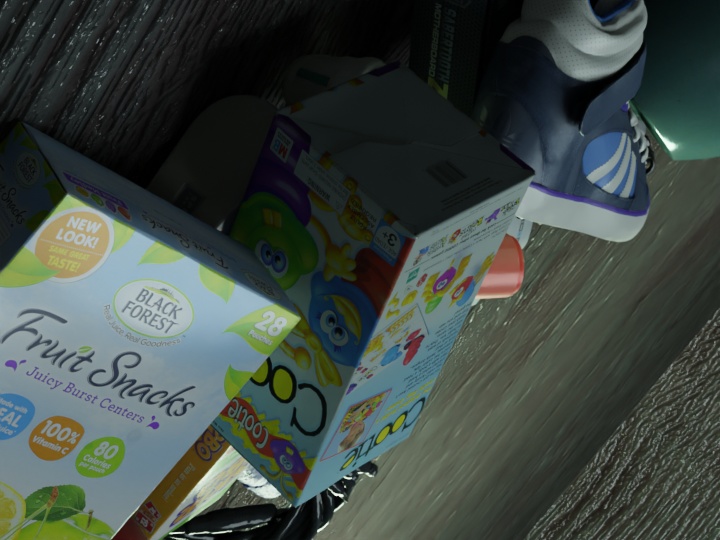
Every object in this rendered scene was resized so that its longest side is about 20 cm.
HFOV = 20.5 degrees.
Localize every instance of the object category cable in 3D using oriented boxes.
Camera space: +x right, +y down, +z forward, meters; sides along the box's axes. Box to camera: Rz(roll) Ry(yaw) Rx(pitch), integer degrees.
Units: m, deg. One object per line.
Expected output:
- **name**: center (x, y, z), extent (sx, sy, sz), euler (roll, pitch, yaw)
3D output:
- **cable**: center (-0.095, 0.137, 1.397), extent (0.163, 0.051, 0.200), euler (-33, 136, 24)

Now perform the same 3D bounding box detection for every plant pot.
- **plant pot**: center (0.240, -0.171, 1.347), extent (0.161, 0.201, 0.201), euler (-35, 166, 7)

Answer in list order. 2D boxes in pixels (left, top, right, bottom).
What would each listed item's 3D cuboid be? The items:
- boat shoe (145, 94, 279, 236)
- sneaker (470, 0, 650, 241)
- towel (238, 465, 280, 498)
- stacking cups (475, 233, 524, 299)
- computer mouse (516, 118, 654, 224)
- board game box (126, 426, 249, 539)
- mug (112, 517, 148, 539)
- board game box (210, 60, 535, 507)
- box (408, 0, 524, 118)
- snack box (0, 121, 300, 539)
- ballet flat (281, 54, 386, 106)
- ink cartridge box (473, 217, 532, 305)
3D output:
- **boat shoe**: center (-0.108, -0.007, 1.066), extent (0.200, 0.072, 0.069), euler (-55, 161, -5)
- **sneaker**: center (0.135, -0.100, 1.109), extent (0.200, 0.080, 0.147), euler (4, 115, -59)
- **towel**: center (-0.056, 0.098, 1.525), extent (0.148, 0.049, 0.200), euler (-52, 165, -6)
- **stacking cups**: center (0.000, 0.000, 1.199), extent (0.199, 0.061, 0.061), euler (-1, 143, -24)
- **computer mouse**: center (0.148, -0.082, 1.308), extent (0.109, 0.044, 0.200), euler (-24, 170, -1)
- **board game box**: center (-0.086, 0.112, 1.269), extent (0.095, 0.030, 0.200), euler (-31, 168, -51)
- **mug**: center (-0.241, 0.239, 1.227), extent (0.200, 0.133, 0.178), euler (-17, 146, -55)
- **board game box**: center (-0.008, 0.008, 1.053), extent (0.105, 0.103, 0.200), euler (-27, 150, -45)
- **box**: center (0.098, -0.144, 1.154), extent (0.200, 0.051, 0.158), euler (-41, 148, -42)
- **snack box**: center (-0.154, 0.050, 0.954), extent (0.200, 0.068, 0.168), euler (-50, 137, 11)
- **ballet flat**: center (0.005, -0.081, 1.163), extent (0.069, 0.069, 0.200), euler (-46, 158, 0)
- **ink cartridge box**: center (0.107, -0.046, 1.573), extent (0.200, 0.047, 0.160), euler (-49, 165, 22)
